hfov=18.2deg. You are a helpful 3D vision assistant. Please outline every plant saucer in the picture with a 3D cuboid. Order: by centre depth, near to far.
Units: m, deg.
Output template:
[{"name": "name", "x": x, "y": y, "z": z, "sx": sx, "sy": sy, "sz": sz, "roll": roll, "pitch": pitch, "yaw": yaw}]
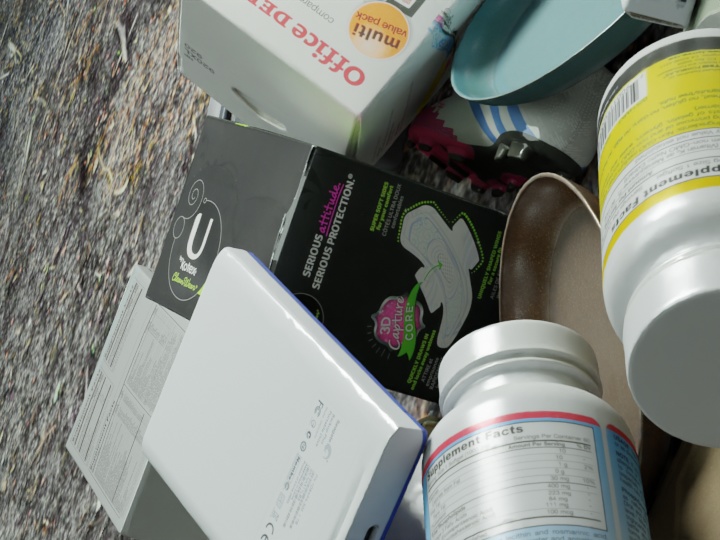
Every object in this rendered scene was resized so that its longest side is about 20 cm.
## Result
[{"name": "plant saucer", "x": 0.122, "y": 0.046, "z": 1.198, "sx": 0.200, "sy": 0.032, "sz": 0.201, "roll": 174, "pitch": 90, "yaw": -74}, {"name": "plant saucer", "x": 0.137, "y": -0.168, "z": 1.338, "sx": 0.200, "sy": 0.027, "sz": 0.200, "roll": -38, "pitch": 23, "yaw": 19}]

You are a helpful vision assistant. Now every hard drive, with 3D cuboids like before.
[{"name": "hard drive", "x": -0.045, "y": 0.091, "z": 1.181, "sx": 0.200, "sy": 0.025, "sz": 0.132, "roll": 44, "pitch": 116, "yaw": 50}]

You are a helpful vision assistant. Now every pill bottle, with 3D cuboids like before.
[{"name": "pill bottle", "x": 0.170, "y": -0.017, "z": 1.063, "sx": 0.114, "sy": 0.114, "sz": 0.200, "roll": -56, "pitch": 18, "yaw": 35}, {"name": "pill bottle", "x": 0.085, "y": 0.127, "z": 1.082, "sx": 0.109, "sy": 0.108, "sz": 0.200, "roll": -51, "pitch": 31, "yaw": 41}]

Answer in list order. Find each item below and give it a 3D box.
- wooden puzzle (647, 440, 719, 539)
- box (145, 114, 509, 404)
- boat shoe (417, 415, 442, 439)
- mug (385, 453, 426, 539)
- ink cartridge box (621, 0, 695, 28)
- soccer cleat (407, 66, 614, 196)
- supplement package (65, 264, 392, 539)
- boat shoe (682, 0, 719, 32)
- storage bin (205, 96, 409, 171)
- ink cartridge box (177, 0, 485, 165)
[{"name": "wooden puzzle", "x": 0.189, "y": 0.130, "z": 1.053, "sx": 0.200, "sy": 0.037, "sz": 0.185, "roll": -63, "pitch": 22, "yaw": 10}, {"name": "box", "x": 0.000, "y": 0.000, "z": 1.353, "sx": 0.148, "sy": 0.200, "sz": 0.125, "roll": 20, "pitch": 91, "yaw": 58}, {"name": "boat shoe", "x": 0.043, "y": 0.118, "z": 1.358, "sx": 0.200, "sy": 0.071, "sz": 0.065, "roll": -1, "pitch": 72, "yaw": 69}, {"name": "mug", "x": 0.022, "y": 0.192, "z": 1.192, "sx": 0.148, "sy": 0.199, "sz": 0.176, "roll": 69, "pitch": -152, "yaw": -56}, {"name": "ink cartridge box", "x": 0.178, "y": -0.259, "z": 1.195, "sx": 0.200, "sy": 0.040, "sz": 0.200, "roll": -87, "pitch": 10, "yaw": -59}, {"name": "soccer cleat", "x": 0.100, "y": -0.096, "z": 1.415, "sx": 0.086, "sy": 0.070, "sz": 0.200, "roll": -59, "pitch": 23, "yaw": -9}, {"name": "supplement package", "x": -0.099, "y": 0.107, "z": 1.597, "sx": 0.151, "sy": 0.151, "sz": 0.200, "roll": -69, "pitch": 22, "yaw": 6}, {"name": "boat shoe", "x": 0.213, "y": -0.143, "z": 1.154, "sx": 0.201, "sy": 0.071, "sz": 0.070, "roll": -157, "pitch": 81, "yaw": -88}, {"name": "storage bin", "x": -0.013, "y": -0.132, "z": 1.590, "sx": 0.134, "sy": 0.145, "sz": 0.201, "roll": -28, "pitch": 47, "yaw": 61}, {"name": "ink cartridge box", "x": -0.002, "y": -0.181, "z": 1.448, "sx": 0.200, "sy": 0.147, "sz": 0.145, "roll": -51, "pitch": -8, "yaw": -17}]
